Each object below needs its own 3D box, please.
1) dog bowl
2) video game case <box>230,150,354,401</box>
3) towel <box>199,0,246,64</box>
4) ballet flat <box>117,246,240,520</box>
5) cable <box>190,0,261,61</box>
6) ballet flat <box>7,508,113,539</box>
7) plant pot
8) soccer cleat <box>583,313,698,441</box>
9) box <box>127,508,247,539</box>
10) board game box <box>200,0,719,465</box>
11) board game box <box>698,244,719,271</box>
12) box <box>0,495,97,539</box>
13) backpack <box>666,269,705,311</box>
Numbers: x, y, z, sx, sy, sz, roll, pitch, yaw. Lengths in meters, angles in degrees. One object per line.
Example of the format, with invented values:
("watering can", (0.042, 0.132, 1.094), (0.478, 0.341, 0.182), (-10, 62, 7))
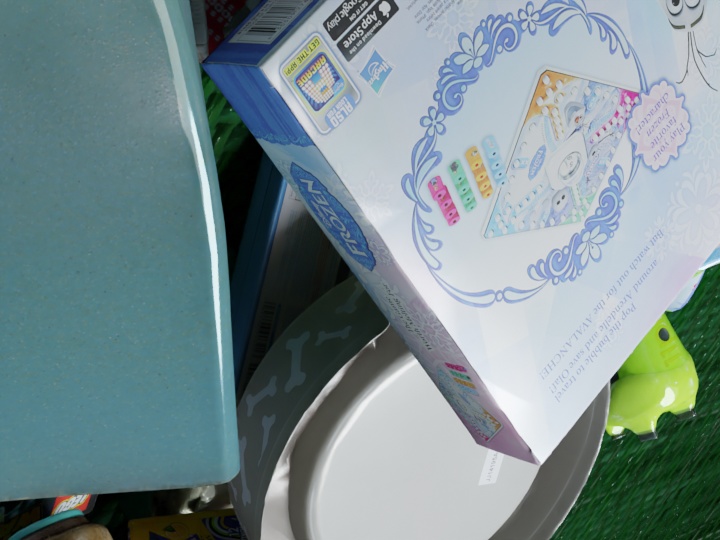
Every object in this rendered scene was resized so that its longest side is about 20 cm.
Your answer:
("dog bowl", (0.025, 0.082, 0.855), (0.200, 0.059, 0.200), (-19, 128, -27))
("video game case", (0.000, 0.000, 0.902), (0.200, 0.018, 0.143), (13, 91, -59))
("towel", (0.032, -0.128, 0.716), (0.200, 0.145, 0.022), (-47, -171, -6))
("ballet flat", (-0.076, 0.074, 0.895), (0.067, 0.070, 0.200), (-19, 142, -33))
("cable", (-0.023, -0.191, 0.604), (0.200, 0.069, 0.200), (-42, 154, -16))
("ballet flat", (-0.136, 0.165, 0.862), (0.068, 0.072, 0.200), (-22, 169, -15))
("plant pot", (-0.112, -0.049, 0.535), (0.141, 0.141, 0.200), (-4, 133, -9))
("soccer cleat", (0.096, 0.053, 0.955), (0.067, 0.081, 0.200), (-23, -175, -39))
("box", (-0.082, 0.219, 0.913), (0.064, 0.070, 0.200), (-4, 127, -7))
("board game box", (0.068, -0.068, 0.662), (0.200, 0.043, 0.199), (-48, 121, -20))
("board game box", (0.079, -0.082, 0.756), (0.134, 0.200, 0.034), (-21, -174, -9))
("box", (-0.187, 0.085, 0.766), (0.200, 0.040, 0.137), (-24, 147, -44))
("backpack", (0.128, -0.072, 0.874), (0.200, 0.154, 0.163), (-44, 166, -48))
